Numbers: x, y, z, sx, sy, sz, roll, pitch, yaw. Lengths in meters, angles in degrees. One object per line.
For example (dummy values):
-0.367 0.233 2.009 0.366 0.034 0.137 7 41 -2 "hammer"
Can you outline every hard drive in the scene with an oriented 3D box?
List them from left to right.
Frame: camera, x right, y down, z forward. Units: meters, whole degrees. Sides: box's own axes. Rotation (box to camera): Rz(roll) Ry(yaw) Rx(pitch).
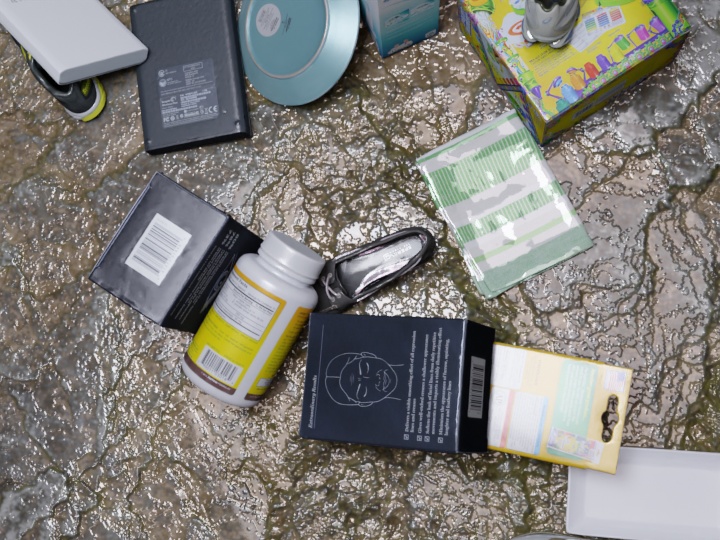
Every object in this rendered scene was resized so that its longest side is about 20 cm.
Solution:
-0.385 -0.320 1.304 0.132 0.026 0.200 -27 64 -40 "hard drive"
-0.223 -0.261 1.325 0.139 0.033 0.200 -9 82 12 "hard drive"

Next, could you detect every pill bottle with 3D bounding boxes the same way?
-0.124 0.056 1.227 0.109 0.109 0.200 32 98 9 "pill bottle"

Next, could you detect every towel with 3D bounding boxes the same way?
0.175 -0.084 1.268 0.152 0.023 0.200 -28 81 2 "towel"

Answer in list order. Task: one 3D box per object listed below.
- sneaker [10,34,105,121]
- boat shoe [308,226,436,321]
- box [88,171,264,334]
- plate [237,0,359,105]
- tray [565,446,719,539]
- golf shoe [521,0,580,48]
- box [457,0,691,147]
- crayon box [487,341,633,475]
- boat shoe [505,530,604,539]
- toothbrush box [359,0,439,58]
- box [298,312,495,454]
-0.404 -0.290 1.330 0.074 0.085 0.200 -38 80 0 "sneaker"
0.000 0.000 1.261 0.200 0.057 0.067 -28 81 3 "boat shoe"
-0.211 -0.013 1.215 0.104 0.200 0.148 32 87 9 "box"
-0.087 -0.308 1.276 0.200 0.026 0.201 2 94 36 "plate"
0.345 0.264 1.206 0.200 0.022 0.108 3 84 7 "tray"
0.225 -0.354 1.136 0.078 0.097 0.200 5 82 10 "golf shoe"
0.252 -0.293 1.234 0.200 0.122 0.193 -32 80 2 "box"
0.212 0.159 1.206 0.200 0.052 0.126 10 84 18 "crayon box"
0.241 0.343 1.185 0.200 0.068 0.075 -5 82 6 "boat shoe"
0.030 -0.367 1.228 0.085 0.200 0.147 -24 80 0 "toothbrush box"
0.043 0.130 1.186 0.200 0.107 0.149 2 82 25 "box"
